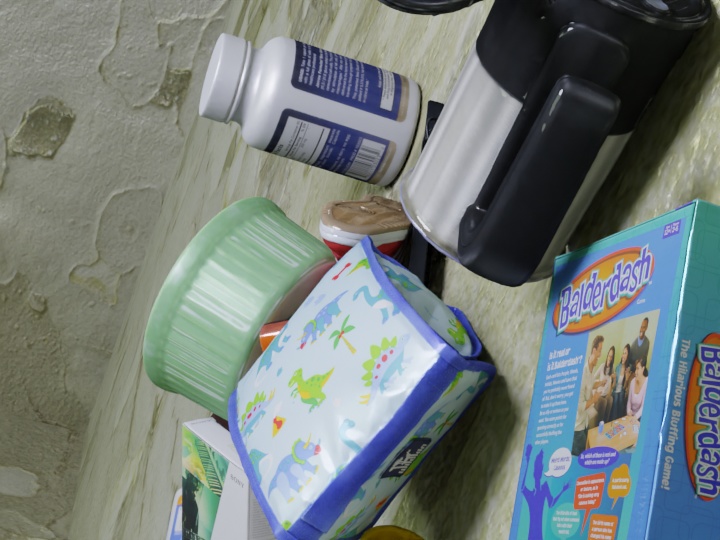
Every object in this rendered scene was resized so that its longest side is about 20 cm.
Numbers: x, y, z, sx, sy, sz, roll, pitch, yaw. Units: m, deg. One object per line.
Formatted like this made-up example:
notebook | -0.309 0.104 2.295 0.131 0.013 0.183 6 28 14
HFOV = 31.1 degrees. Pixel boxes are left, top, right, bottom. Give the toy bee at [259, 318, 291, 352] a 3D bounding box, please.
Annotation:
toy bee | -0.042 0.134 1.121 0.109 0.129 0.202 -37 -44 -74

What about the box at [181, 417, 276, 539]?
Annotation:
box | -0.117 0.247 1.141 0.144 0.036 0.202 21 111 57

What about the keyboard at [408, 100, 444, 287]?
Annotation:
keyboard | 0.064 -0.043 1.070 0.104 0.039 0.202 83 -168 -63

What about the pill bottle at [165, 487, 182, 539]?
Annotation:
pill bottle | -0.155 0.331 1.323 0.112 0.111 0.202 137 145 -63

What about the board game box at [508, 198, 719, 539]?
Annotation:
board game box | 0.131 0.080 0.646 0.152 0.045 0.202 151 132 -71

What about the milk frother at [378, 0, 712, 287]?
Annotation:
milk frother | 0.063 -0.111 0.747 0.180 0.199 0.189 -43 -17 -54

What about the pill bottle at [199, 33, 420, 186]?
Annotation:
pill bottle | -0.051 -0.161 1.259 0.111 0.198 0.112 -164 90 -75

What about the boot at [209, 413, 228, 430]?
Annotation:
boot | -0.134 0.168 1.444 0.166 0.072 0.202 153 139 -87

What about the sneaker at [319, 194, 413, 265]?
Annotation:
sneaker | 0.000 0.000 1.089 0.200 0.071 0.114 -23 -49 -75

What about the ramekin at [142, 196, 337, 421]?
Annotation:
ramekin | -0.097 0.044 1.184 0.200 0.097 0.201 -48 -23 -29

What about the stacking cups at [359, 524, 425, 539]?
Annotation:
stacking cups | -0.001 0.279 0.924 0.061 0.060 0.202 -104 29 -62

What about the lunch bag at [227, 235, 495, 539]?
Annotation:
lunch bag | 0.000 0.090 0.896 0.170 0.127 0.200 -51 11 8
